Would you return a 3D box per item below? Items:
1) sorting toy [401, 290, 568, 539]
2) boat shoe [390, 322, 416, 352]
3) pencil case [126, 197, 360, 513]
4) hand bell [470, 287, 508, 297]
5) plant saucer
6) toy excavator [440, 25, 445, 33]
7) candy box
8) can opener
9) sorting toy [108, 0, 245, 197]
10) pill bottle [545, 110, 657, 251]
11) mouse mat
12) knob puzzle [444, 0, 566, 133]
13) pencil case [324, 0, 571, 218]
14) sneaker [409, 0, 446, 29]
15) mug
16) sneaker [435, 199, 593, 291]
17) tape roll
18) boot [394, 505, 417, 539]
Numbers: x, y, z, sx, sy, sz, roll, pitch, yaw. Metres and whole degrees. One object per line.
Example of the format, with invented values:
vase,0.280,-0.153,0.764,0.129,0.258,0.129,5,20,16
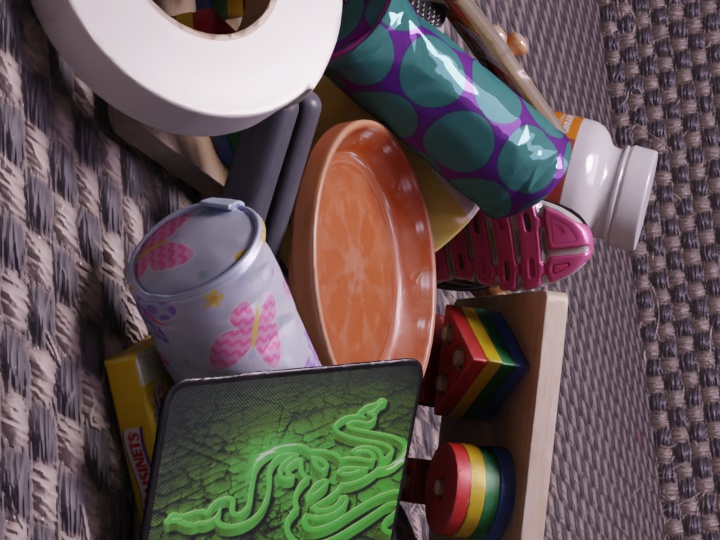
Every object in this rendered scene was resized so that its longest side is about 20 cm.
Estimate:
sorting toy,0.080,0.116,1.427,0.199,0.069,0.202,170,-73,-72
boat shoe,0.006,0.037,1.420,0.065,0.071,0.200,49,-4,-6
pencil case,-0.062,0.055,1.077,0.091,0.083,0.201,-44,132,-23
hand bell,0.088,-0.018,1.595,0.200,0.103,0.105,-118,-172,-60
plant saucer,0.000,0.000,1.252,0.200,0.032,0.202,-3,90,-66
toy excavator,0.013,-0.117,1.562,0.195,0.099,0.202,-50,138,-70
candy box,-0.103,0.139,1.095,0.102,0.026,0.202,-31,110,-72
can opener,-0.058,-0.013,1.156,0.053,0.067,0.202,-10,121,-58
sorting toy,-0.095,-0.164,1.198,0.199,0.069,0.202,37,45,-68
pill bottle,0.141,-0.080,1.539,0.112,0.198,0.113,13,90,-80
mouse mat,-0.045,0.132,1.061,0.199,0.007,0.162,-3,108,-44
knob puzzle,0.087,-0.212,1.471,0.220,0.030,0.220,52,3,-4
pencil case,0.056,-0.121,1.302,0.200,0.085,0.093,39,16,-26
sneaker,-0.035,-0.218,1.391,0.199,0.080,0.074,31,49,-21
mug,0.000,-0.087,1.374,0.154,0.149,0.187,55,14,-26
sneaker,0.102,-0.021,1.432,0.087,0.199,0.075,-10,93,-51
tape roll,-0.100,-0.177,1.072,0.201,0.037,0.205,13,66,-33
boot,-0.003,0.152,1.362,0.200,0.072,0.184,41,50,-59
